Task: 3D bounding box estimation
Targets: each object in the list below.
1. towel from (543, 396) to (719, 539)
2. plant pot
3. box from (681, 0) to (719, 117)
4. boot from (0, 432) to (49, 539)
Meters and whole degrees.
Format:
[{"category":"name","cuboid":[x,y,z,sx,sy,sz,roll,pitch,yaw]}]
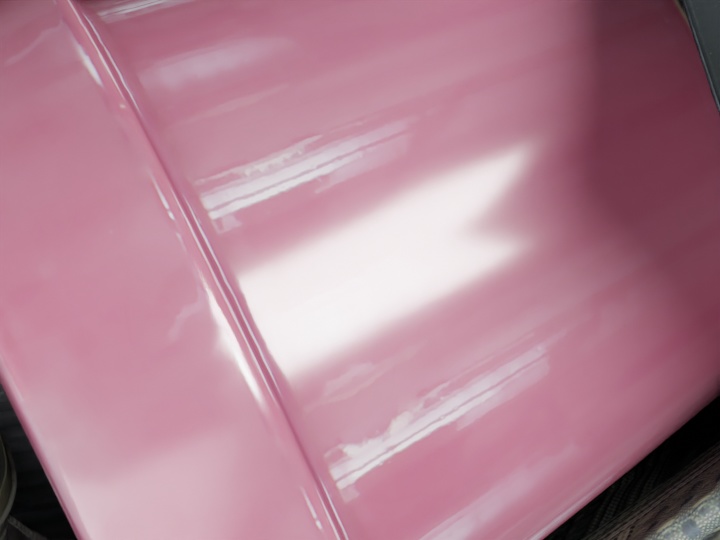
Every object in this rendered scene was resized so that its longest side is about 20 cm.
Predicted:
[{"category":"towel","cuboid":[0.078,0.069,0.778,0.200,0.193,0.035,-38,93,22]},{"category":"plant pot","cuboid":[0.000,0.000,0.718,0.179,0.200,0.200,-26,127,-5]},{"category":"box","cuboid":[0.123,-0.044,0.679,0.044,0.200,0.160,-31,125,16]},{"category":"boot","cuboid":[-0.148,0.117,0.793,0.181,0.073,0.200,-27,161,-10]}]
